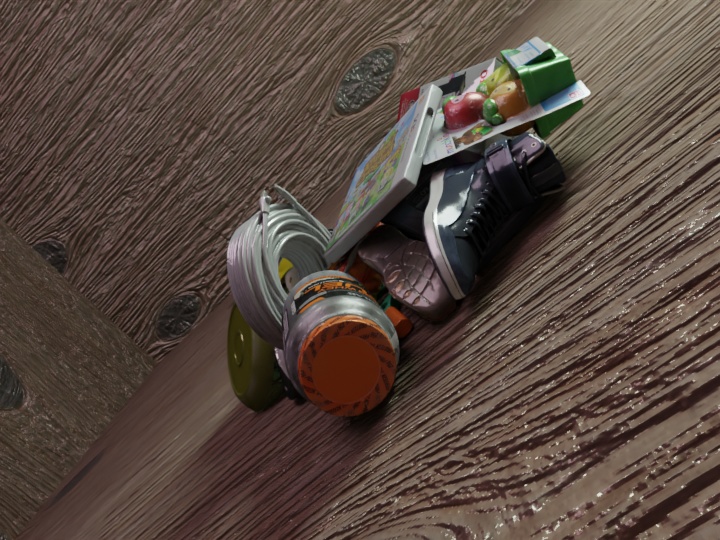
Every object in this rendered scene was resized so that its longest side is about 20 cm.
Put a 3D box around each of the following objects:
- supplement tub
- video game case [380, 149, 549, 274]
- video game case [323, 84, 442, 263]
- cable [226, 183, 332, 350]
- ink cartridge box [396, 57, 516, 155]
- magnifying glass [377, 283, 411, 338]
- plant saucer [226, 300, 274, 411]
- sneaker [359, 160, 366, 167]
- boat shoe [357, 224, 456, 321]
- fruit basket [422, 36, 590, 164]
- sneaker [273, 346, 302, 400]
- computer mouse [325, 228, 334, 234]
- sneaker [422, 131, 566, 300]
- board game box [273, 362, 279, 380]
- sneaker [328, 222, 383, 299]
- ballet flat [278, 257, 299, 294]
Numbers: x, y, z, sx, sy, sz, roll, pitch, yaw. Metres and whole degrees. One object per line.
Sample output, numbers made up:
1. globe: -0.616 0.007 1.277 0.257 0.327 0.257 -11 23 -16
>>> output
1. supplement tub: -0.026 0.076 0.669 0.123 0.123 0.200 -44 14 1
2. video game case: 0.122 -0.086 0.753 0.143 0.019 0.199 -46 39 -9
3. video game case: 0.028 -0.124 0.797 0.200 0.022 0.184 -41 24 49
4. cable: -0.095 0.010 0.829 0.069 0.199 0.202 -19 47 36
5. ink cartridge box: 0.147 -0.218 0.929 0.199 0.082 0.148 -5 73 51
6. magnifying glass: 0.033 0.054 0.799 0.080 0.022 0.200 -48 13 -1
7. plant saucer: -0.183 0.124 0.970 0.199 0.031 0.204 -2 88 64
8. sneaker: 0.030 -0.162 1.035 0.098 0.072 0.199 -5 9 31
9. boat shoe: 0.064 0.008 0.731 0.075 0.072 0.200 -37 32 0
10. fruit basket: 0.161 -0.209 0.750 0.197 0.095 0.186 -17 29 12
11. sneaker: -0.085 0.113 0.890 0.079 0.075 0.201 -10 26 -3
12. computer mouse: -0.008 -0.020 0.981 0.201 0.136 0.053 -83 3 -60
13. sneaker: 0.144 -0.066 0.636 0.145 0.077 0.204 -19 38 24
14. board game box: -0.093 0.080 1.059 0.200 0.064 0.148 -44 12 13
15. sneaker: 0.000 0.000 0.844 0.073 0.077 0.201 -18 34 49
16. ballet flat: -0.117 0.027 1.007 0.200 0.066 0.068 -48 45 34
